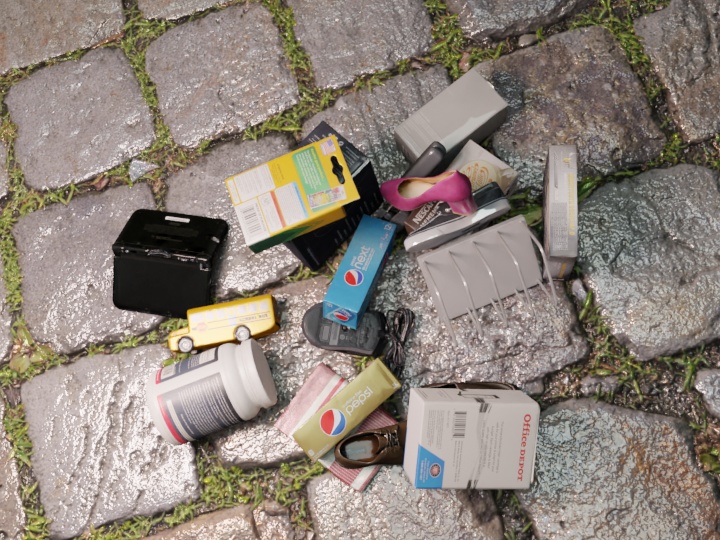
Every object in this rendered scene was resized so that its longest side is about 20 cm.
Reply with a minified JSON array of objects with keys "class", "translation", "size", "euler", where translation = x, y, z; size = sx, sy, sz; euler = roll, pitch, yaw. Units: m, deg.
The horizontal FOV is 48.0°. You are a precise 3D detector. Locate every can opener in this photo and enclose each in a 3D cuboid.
[{"class":"can opener","translation":[0.096,-0.144,1.479],"size":[0.067,0.053,0.200],"euler":[39,123,-8]}]

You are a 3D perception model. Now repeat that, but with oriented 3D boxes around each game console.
[{"class":"game console","translation":[-0.368,-0.014,1.569],"size":[0.199,0.117,0.177],"euler":[8,46,9]}]

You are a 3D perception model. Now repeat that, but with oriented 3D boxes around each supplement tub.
[{"class":"supplement tub","translation":[-0.262,0.213,1.427],"size":[0.199,0.140,0.141],"euler":[-21,73,2]}]

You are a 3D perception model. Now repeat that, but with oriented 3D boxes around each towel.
[{"class":"towel","translation":[-0.036,0.278,1.440],"size":[0.200,0.023,0.144],"euler":[36,80,14]}]

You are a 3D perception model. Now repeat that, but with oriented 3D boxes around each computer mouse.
[{"class":"computer mouse","translation":[-0.010,0.117,1.468],"size":[0.199,0.053,0.139],"euler":[14,78,1]}]

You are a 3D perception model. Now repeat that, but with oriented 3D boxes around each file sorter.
[{"class":"file sorter","translation":[0.223,0.023,1.389],"size":[0.199,0.139,0.125],"euler":[-22,29,1]}]

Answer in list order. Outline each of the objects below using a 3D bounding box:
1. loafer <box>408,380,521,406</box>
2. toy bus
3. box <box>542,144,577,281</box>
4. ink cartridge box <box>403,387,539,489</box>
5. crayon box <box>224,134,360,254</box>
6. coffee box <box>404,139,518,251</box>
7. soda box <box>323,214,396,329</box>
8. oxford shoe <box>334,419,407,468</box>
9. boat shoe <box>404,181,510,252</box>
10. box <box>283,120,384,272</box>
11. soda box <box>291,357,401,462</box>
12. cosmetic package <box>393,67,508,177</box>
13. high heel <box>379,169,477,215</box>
[{"class":"loafer","translation":[0.180,0.227,1.396],"size":[0.198,0.071,0.074],"euler":[-6,74,7]},{"class":"toy bus","translation":[-0.251,0.102,1.489],"size":[0.199,0.065,0.079],"euler":[-11,80,2]},{"class":"box","translation":[0.348,-0.098,1.417],"size":[0.048,0.158,0.201],"euler":[1,74,8]},{"class":"ink cartridge box","translation":[0.180,0.274,1.326],"size":[0.199,0.084,0.147],"euler":[4,97,-12]},{"class":"crayon box","translation":[-0.109,-0.125,1.336],"size":[0.199,0.052,0.126],"euler":[-22,72,3]},{"class":"coffee box","translation":[0.186,-0.121,1.487],"size":[0.114,0.080,0.200],"euler":[38,83,15]},{"class":"soda box","translation":[0.000,0.000,1.456],"size":[0.067,0.064,0.201],"euler":[19,58,9]},{"class":"oxford shoe","translation":[0.053,0.296,1.373],"size":[0.199,0.084,0.073],"euler":[-15,74,-4]},{"class":"boat shoe","translation":[0.160,-0.096,1.404],"size":[0.199,0.072,0.068],"euler":[-25,77,-3]},{"class":"box","translation":[-0.076,-0.128,1.464],"size":[0.124,0.200,0.197],"euler":[41,83,17]},{"class":"soda box","translation":[-0.022,0.238,1.392],"size":[0.200,0.068,0.064],"euler":[-42,85,-3]},{"class":"cosmetic package","translation":[0.171,-0.275,1.530],"size":[0.199,0.090,0.107],"euler":[-36,74,-6]},{"class":"high heel","translation":[0.101,-0.146,1.366],"size":[0.199,0.096,0.067],"euler":[22,65,40]}]
